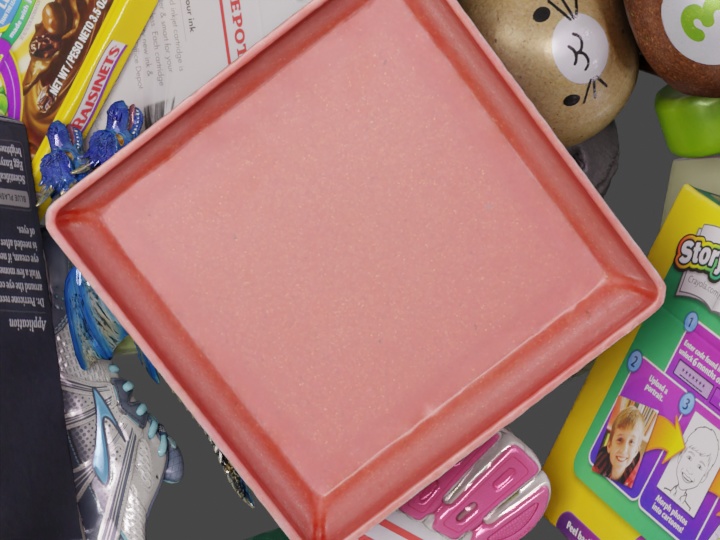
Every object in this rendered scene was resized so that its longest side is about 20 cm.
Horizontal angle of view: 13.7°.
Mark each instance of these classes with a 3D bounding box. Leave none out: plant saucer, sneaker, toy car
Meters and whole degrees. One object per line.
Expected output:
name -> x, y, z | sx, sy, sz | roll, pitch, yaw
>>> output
plant saucer -> -0.002, -0.009, 1.303 | 0.199, 0.037, 0.200 | -37, 101, 3
sneaker -> -0.133, 0.077, 1.434 | 0.086, 0.078, 0.202 | -6, 93, -21
toy car -> 0.097, -0.103, 1.345 | 0.199, 0.158, 0.165 | -25, 105, -16
sneaker -> -0.006, 0.058, 1.381 | 0.199, 0.087, 0.074 | 29, 98, -13

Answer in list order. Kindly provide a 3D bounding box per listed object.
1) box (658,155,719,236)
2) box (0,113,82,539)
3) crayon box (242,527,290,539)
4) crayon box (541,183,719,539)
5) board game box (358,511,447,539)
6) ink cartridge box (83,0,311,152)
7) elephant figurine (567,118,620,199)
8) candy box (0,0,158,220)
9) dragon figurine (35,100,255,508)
box -> 0.222, 0.049, 1.441 | 0.096, 0.175, 0.201 | 19, 78, -32
box -> -0.246, 0.043, 1.343 | 0.195, 0.117, 0.202 | -10, 84, 22
crayon box -> -0.095, 0.208, 1.380 | 0.199, 0.052, 0.126 | -19, 106, 0
crayon box -> 0.179, 0.079, 1.348 | 0.058, 0.200, 0.173 | 19, 103, -34
board game box -> 0.037, 0.200, 1.440 | 0.199, 0.046, 0.152 | 28, 96, -7
ink cartridge box -> -0.074, -0.120, 1.401 | 0.067, 0.199, 0.117 | 7, 72, -55
elephant figurine -> 0.072, -0.081, 1.465 | 0.199, 0.142, 0.156 | 30, 99, -4
candy box -> -0.173, -0.078, 1.401 | 0.102, 0.026, 0.201 | 35, 101, 33
dragon figurine -> -0.099, 0.017, 1.384 | 0.099, 0.059, 0.202 | -15, 106, -45
